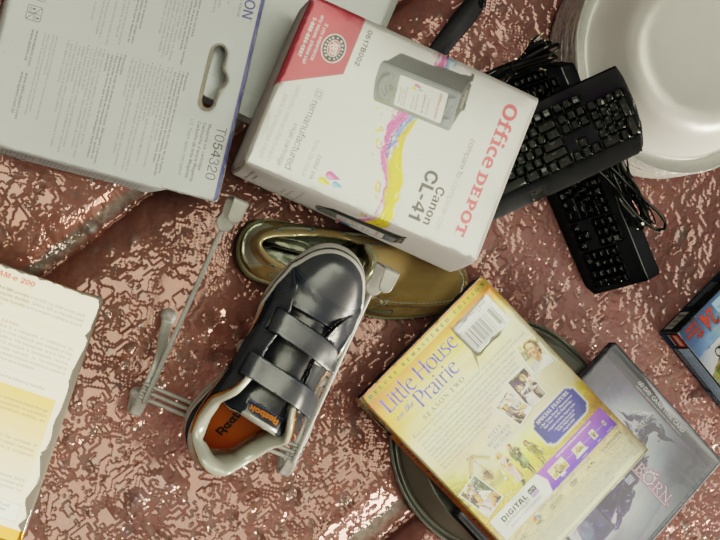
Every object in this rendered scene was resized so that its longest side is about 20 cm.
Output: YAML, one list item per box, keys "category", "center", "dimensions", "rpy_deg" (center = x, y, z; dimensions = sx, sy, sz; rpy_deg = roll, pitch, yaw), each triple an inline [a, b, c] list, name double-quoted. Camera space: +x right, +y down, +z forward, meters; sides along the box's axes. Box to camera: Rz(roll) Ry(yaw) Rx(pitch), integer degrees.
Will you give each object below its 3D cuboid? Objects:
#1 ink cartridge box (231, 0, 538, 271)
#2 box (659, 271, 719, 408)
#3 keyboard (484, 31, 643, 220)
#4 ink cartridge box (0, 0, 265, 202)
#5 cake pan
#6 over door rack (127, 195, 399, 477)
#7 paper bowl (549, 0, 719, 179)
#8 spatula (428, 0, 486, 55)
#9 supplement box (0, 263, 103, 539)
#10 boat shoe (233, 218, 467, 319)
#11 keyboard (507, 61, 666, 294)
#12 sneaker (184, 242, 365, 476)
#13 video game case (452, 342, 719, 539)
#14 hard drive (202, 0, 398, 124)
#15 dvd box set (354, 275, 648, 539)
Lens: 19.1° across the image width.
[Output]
- category: "ink cartridge box"
  center: [0.019, -0.106, 1.679]
  dimensions: [0.200, 0.086, 0.148]
  rpy_deg: [23, 82, -7]
- category: "box"
  center: [0.375, 0.039, 1.870]
  dimensions: [0.200, 0.038, 0.137]
  rpy_deg: [-44, 101, -15]
- category: "keyboard"
  center: [0.124, -0.116, 1.750]
  dimensions: [0.200, 0.021, 0.127]
  rpy_deg: [-25, 77, 11]
- category: "ink cartridge box"
  center: [-0.189, -0.168, 1.683]
  dimensions: [0.199, 0.043, 0.197]
  rpy_deg: [15, 82, -14]
- category: "cake pan"
  center: [0.123, 0.139, 1.782]
  dimensions: [0.200, 0.037, 0.201]
  rpy_deg: [1, 87, -18]
- category: "over door rack"
  center: [-0.078, 0.048, 1.686]
  dimensions: [0.147, 0.067, 0.200]
  rpy_deg: [23, 107, -16]
- category: "paper bowl"
  center: [0.268, -0.180, 1.810]
  dimensions: [0.200, 0.104, 0.201]
  rpy_deg: [1, 88, -20]
- category: "spatula"
  center: [0.043, -0.164, 1.770]
  dimensions: [0.200, 0.021, 0.057]
  rpy_deg: [-46, 133, -19]
- category: "supplement box"
  center: [-0.290, 0.094, 1.626]
  dimensions: [0.126, 0.074, 0.201]
  rpy_deg: [21, 82, -16]
- category: "boat shoe"
  center: [0.000, 0.000, 1.726]
  dimensions: [0.199, 0.076, 0.072]
  rpy_deg: [6, 86, -18]
- category: "keyboard"
  center: [0.183, -0.077, 1.775]
  dimensions: [0.040, 0.104, 0.200]
  rpy_deg: [-30, 98, -45]
- category: "sneaker"
  center: [-0.060, 0.075, 1.622]
  dimensions: [0.078, 0.079, 0.200]
  rpy_deg: [31, 103, -16]
- category: "video game case"
  center: [0.190, 0.180, 1.774]
  dimensions: [0.200, 0.019, 0.143]
  rpy_deg: [-46, 102, -14]
- category: "hard drive"
  center: [-0.045, -0.208, 1.746]
  dimensions: [0.132, 0.026, 0.200]
  rpy_deg: [25, 81, -16]
- category: "dvd box set"
  center: [0.114, 0.125, 1.730]
  dimensions: [0.200, 0.029, 0.146]
  rpy_deg: [45, 76, -3]
